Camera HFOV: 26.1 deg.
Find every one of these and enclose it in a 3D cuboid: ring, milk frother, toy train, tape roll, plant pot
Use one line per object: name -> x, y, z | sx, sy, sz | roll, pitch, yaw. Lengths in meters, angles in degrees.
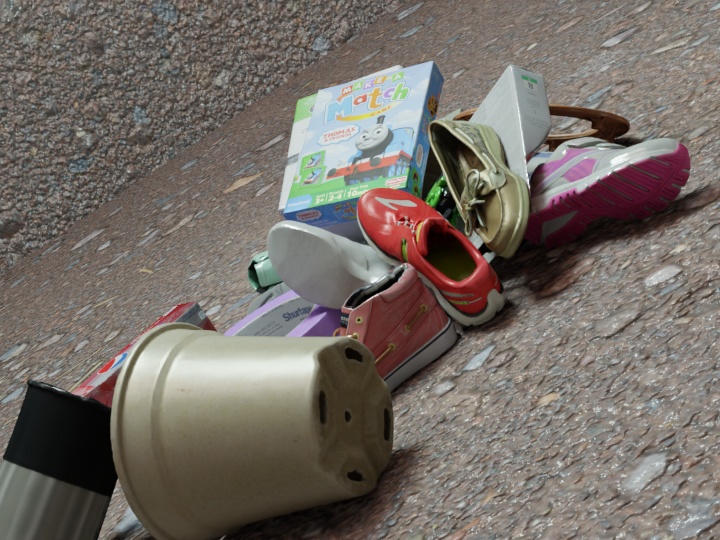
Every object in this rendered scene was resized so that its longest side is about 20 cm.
ring -> 0.202, -0.158, 1.746 | 0.199, 0.019, 0.200 | 2, -5, 0
milk frother -> -0.240, 0.225, 1.456 | 0.199, 0.180, 0.189 | 14, 80, 32
toy train -> 0.065, -0.041, 1.665 | 0.200, 0.042, 0.057 | 124, 162, -50
tape roll -> -0.088, 0.091, 1.673 | 0.200, 0.066, 0.200 | -30, 16, 9
plant pot -> -0.080, 0.134, 1.329 | 0.183, 0.201, 0.201 | -9, 25, 31

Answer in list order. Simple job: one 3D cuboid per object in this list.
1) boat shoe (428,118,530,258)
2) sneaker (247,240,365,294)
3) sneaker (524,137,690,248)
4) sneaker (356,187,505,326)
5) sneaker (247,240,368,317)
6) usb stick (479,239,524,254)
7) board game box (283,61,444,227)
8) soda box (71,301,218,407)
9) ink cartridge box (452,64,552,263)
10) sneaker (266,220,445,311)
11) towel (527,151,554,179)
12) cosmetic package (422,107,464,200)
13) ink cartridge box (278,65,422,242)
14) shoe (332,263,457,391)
boat shoe -> 0.113, -0.083, 1.528 | 0.074, 0.062, 0.200 | -63, 25, 26
sneaker -> -0.058, -0.008, 1.854 | 0.118, 0.074, 0.200 | -23, 2, -33
sneaker -> 0.232, -0.096, 1.522 | 0.199, 0.081, 0.089 | -19, 51, 39
sneaker -> 0.068, -0.032, 1.526 | 0.077, 0.085, 0.200 | -42, 56, -13
sneaker -> -0.035, 0.018, 1.798 | 0.199, 0.077, 0.080 | -23, -3, 15
usb stick -> 0.167, -0.050, 1.660 | 0.199, 0.033, 0.055 | -21, 19, 38
board game box -> 0.006, -0.138, 1.716 | 0.151, 0.037, 0.201 | -11, 43, 26
soda box -> -0.265, 0.124, 1.917 | 0.200, 0.070, 0.063 | -41, 18, -31
ink cartridge box -> 0.144, -0.086, 1.603 | 0.161, 0.050, 0.201 | 127, 148, -44
sneaker -> 0.000, 0.000, 1.614 | 0.089, 0.199, 0.076 | -48, -19, -59
towel -> 0.146, -0.083, 1.771 | 0.199, 0.024, 0.147 | -28, 11, -14
cosmetic package -> 0.063, -0.101, 1.901 | 0.199, 0.105, 0.071 | -30, 15, 16
ink cartridge box -> -0.005, -0.128, 1.811 | 0.145, 0.084, 0.201 | -16, 42, 22
shoe -> -0.006, 0.081, 1.485 | 0.200, 0.091, 0.071 | -37, 15, -15
